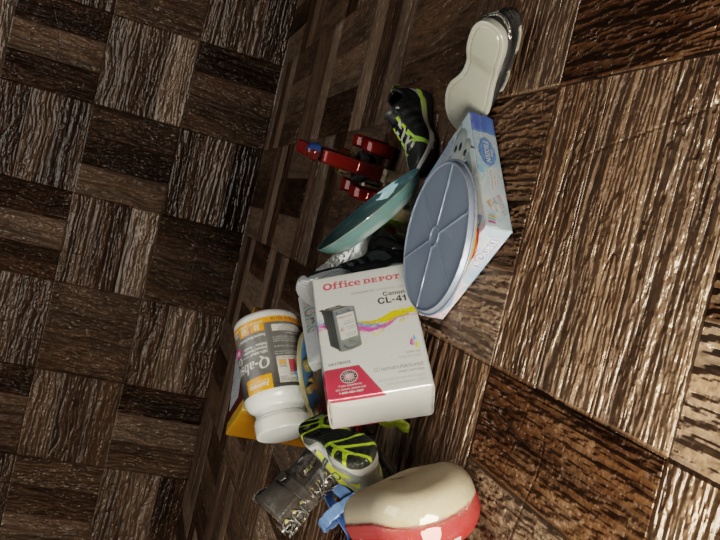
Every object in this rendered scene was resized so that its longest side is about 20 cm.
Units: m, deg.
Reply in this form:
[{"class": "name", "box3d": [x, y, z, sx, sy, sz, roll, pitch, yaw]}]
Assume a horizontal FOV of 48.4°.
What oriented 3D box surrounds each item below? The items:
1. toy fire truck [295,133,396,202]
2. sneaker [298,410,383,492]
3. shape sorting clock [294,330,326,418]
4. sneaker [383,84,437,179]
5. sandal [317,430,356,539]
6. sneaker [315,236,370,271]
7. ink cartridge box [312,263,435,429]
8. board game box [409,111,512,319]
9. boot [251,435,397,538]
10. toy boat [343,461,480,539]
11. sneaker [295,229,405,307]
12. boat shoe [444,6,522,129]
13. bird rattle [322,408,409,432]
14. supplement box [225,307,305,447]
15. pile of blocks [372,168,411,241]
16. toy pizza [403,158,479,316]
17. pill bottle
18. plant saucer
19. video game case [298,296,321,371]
[{"class": "toy fire truck", "box3d": [-0.032, -0.206, 1.515, 0.200, 0.165, 0.114, -132, 57, -70]}, {"class": "sneaker", "box3d": [-0.030, 0.254, 1.104, 0.200, 0.074, 0.078, 28, 138, 66]}, {"class": "shape sorting clock", "box3d": [-0.056, 0.193, 1.342, 0.200, 0.039, 0.203, -20, -89, -77]}, {"class": "sneaker", "box3d": [0.074, -0.232, 1.330, 0.072, 0.081, 0.202, 120, 157, -44]}, {"class": "sandal", "box3d": [-0.022, 0.331, 1.230, 0.202, 0.086, 0.080, -94, 21, -48]}, {"class": "sneaker", "box3d": [-0.032, -0.005, 1.487, 0.075, 0.098, 0.203, -128, 54, -71]}, {"class": "ink cartridge box", "box3d": [0.014, 0.103, 1.106, 0.086, 0.145, 0.202, 84, 176, -54]}, {"class": "board game box", "box3d": [0.130, -0.072, 1.095, 0.201, 0.043, 0.202, 122, 154, -48]}, {"class": "boot", "box3d": [-0.053, 0.317, 1.169, 0.174, 0.070, 0.199, -47, 31, -24]}, {"class": "toy boat", "box3d": [0.068, 0.307, 0.937, 0.133, 0.129, 0.200, 68, 156, 9]}, {"class": "sneaker", "box3d": [0.000, 0.000, 1.246, 0.115, 0.196, 0.076, -88, -9, -50]}, {"class": "boat shoe", "box3d": [0.167, -0.269, 1.089, 0.060, 0.074, 0.201, -40, -22, -28]}, {"class": "bird rattle", "box3d": [0.027, 0.175, 1.224, 0.165, 0.111, 0.200, -64, 5, -9]}, {"class": "supplement box", "box3d": [-0.131, 0.203, 1.489, 0.133, 0.194, 0.203, 128, 150, -54]}, {"class": "pile of blocks", "box3d": [0.047, -0.094, 1.354, 0.083, 0.061, 0.202, 120, 157, -43]}, {"class": "toy pizza", "box3d": [0.107, -0.041, 1.026, 0.200, 0.031, 0.204, -170, 90, -71]}, {"class": "pill bottle", "box3d": [-0.144, 0.177, 1.344, 0.117, 0.115, 0.203, 127, 136, -54]}, {"class": "plant saucer", "box3d": [0.018, -0.086, 1.237, 0.199, 0.028, 0.200, -39, 9, 7]}, {"class": "video game case", "box3d": [-0.012, 0.060, 1.298, 0.180, 0.024, 0.201, -27, 30, 6]}]
